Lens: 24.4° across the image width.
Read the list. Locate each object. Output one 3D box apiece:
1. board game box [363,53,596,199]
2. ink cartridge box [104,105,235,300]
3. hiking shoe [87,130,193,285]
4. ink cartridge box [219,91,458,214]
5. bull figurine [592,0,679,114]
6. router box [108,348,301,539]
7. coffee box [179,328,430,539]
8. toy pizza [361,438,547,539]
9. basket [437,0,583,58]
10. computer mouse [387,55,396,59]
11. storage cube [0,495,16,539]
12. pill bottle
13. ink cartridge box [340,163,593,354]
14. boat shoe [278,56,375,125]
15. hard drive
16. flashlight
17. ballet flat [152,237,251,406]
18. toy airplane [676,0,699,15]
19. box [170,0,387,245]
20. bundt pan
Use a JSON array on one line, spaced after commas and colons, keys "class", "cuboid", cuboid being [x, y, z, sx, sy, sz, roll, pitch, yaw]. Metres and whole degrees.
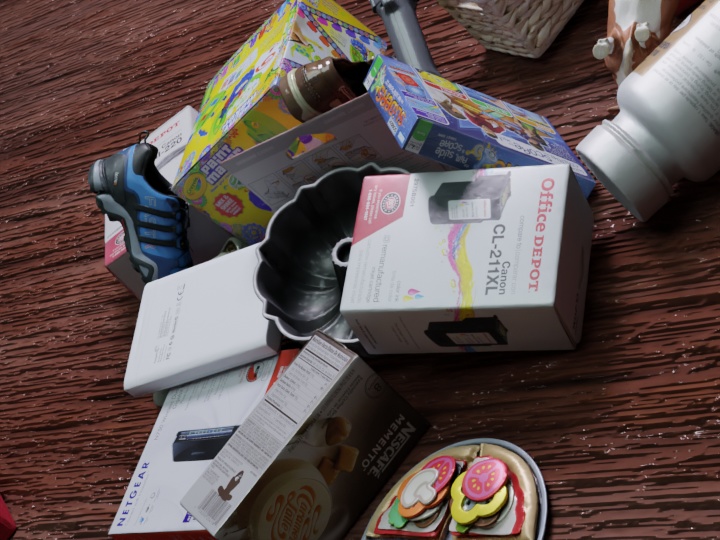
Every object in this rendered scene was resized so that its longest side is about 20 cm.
[{"class": "board game box", "cuboid": [0.110, -0.129, 1.548, 0.035, 0.198, 0.136, -61, 28, 22]}, {"class": "ink cartridge box", "cuboid": [-0.226, -0.080, 1.970, 0.145, 0.085, 0.201, -34, 34, 17]}, {"class": "hiking shoe", "cuboid": [-0.217, -0.046, 1.827, 0.086, 0.201, 0.075, -28, 16, 16]}, {"class": "ink cartridge box", "cuboid": [-0.011, -0.102, 1.671, 0.198, 0.176, 0.045, -21, 41, 32]}, {"class": "bull figurine", "cuboid": [0.255, -0.228, 1.516, 0.064, 0.121, 0.203, 6, 88, 17]}, {"class": "router box", "cuboid": [-0.140, 0.182, 1.634, 0.178, 0.049, 0.202, -11, 47, 41]}, {"class": "coffee box", "cuboid": [-0.049, 0.172, 1.487, 0.201, 0.114, 0.080, -50, 33, -8]}, {"class": "toy pizza", "cuboid": [0.067, 0.222, 1.380, 0.199, 0.032, 0.202, -29, 38, 25]}, {"class": "basket", "cuboid": [0.178, -0.335, 1.745, 0.201, 0.123, 0.135, -52, 30, -7]}, {"class": "computer mouse", "cuboid": [0.014, -0.153, 1.815, 0.140, 0.046, 0.201, -44, 22, 19]}, {"class": "storage cube", "cuboid": [-0.521, 0.264, 1.852, 0.200, 0.180, 0.171, -48, 33, -1]}, {"class": "pill bottle", "cuboid": [0.287, -0.143, 1.441, 0.200, 0.114, 0.114, -44, 34, 3]}, {"class": "ink cartridge box", "cuboid": [0.096, -0.010, 1.474, 0.197, 0.083, 0.147, -3, 59, 22]}, {"class": "boat shoe", "cuboid": [0.002, -0.176, 1.666, 0.074, 0.202, 0.075, -33, 78, 25]}, {"class": "hard drive", "cuboid": [-0.155, 0.047, 1.708, 0.198, 0.027, 0.133, -19, 49, 35]}, {"class": "flashlight", "cuboid": [0.060, -0.222, 1.733, 0.068, 0.067, 0.202, -50, 55, 57]}, {"class": "ballet flat", "cuboid": [-0.179, 0.051, 1.799, 0.067, 0.064, 0.201, 16, 68, 53]}, {"class": "toy airplane", "cuboid": [0.254, -0.363, 1.604, 0.141, 0.197, 0.202, -40, -35, -72]}, {"class": "box", "cuboid": [-0.088, -0.170, 1.820, 0.200, 0.121, 0.194, -39, 25, 37]}, {"class": "bundt pan", "cuboid": [0.000, 0.000, 1.610, 0.199, 0.076, 0.204, -12, 57, 18]}]
